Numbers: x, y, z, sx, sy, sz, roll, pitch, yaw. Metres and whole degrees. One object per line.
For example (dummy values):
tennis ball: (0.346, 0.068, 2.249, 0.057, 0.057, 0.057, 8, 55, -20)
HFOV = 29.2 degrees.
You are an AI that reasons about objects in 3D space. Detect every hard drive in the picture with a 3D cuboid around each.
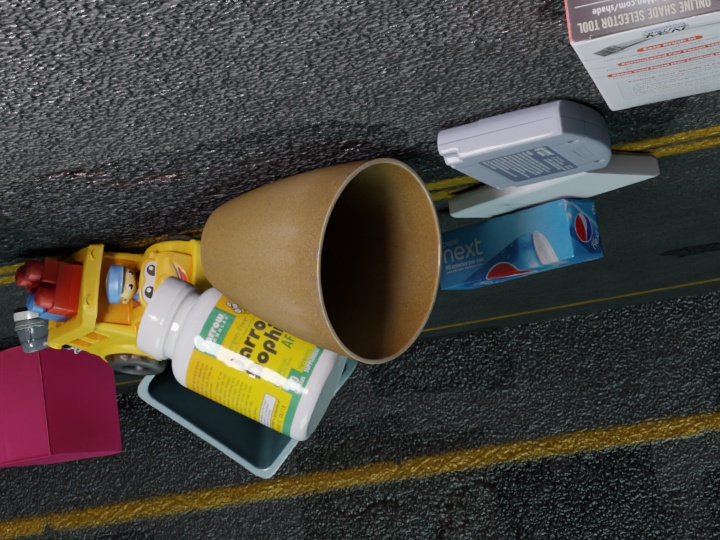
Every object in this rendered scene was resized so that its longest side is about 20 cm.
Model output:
hard drive: (0.211, -0.093, 1.525, 0.131, 0.027, 0.199, -2, 170, -40)

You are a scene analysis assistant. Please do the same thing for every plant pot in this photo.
plant pot: (-0.053, -0.014, 1.326, 0.198, 0.189, 0.185, 4, -178, 39)
plant pot: (-0.132, 0.093, 1.710, 0.197, 0.195, 0.200, -52, -169, 15)

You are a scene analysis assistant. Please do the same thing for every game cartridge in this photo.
game cartridge: (0.162, -0.115, 1.281, 0.131, 0.041, 0.200, -8, 173, 20)

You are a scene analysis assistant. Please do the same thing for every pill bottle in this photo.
pill bottle: (-0.122, 0.084, 1.412, 0.198, 0.114, 0.113, 25, 176, 8)

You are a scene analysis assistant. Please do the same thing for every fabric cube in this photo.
fabric cube: (-0.560, 0.237, 2.404, 0.198, 0.199, 0.199, -12, 172, 27)

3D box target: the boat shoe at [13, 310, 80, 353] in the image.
boat shoe: (-0.430, 0.091, 1.997, 0.072, 0.063, 0.200, -12, 172, 21)

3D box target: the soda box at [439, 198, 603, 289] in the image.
soda box: (0.180, -0.028, 1.606, 0.199, 0.069, 0.064, -15, 170, 43)

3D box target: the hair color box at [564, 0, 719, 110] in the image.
hair color box: (0.198, -0.161, 0.889, 0.109, 0.065, 0.200, -10, 174, 16)

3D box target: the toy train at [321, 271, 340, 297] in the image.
toy train: (-0.016, -0.010, 1.486, 0.113, 0.086, 0.200, -5, -159, 34)

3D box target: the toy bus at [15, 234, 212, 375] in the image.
toy bus: (-0.277, 0.025, 1.531, 0.190, 0.138, 0.199, 16, 158, -32)
